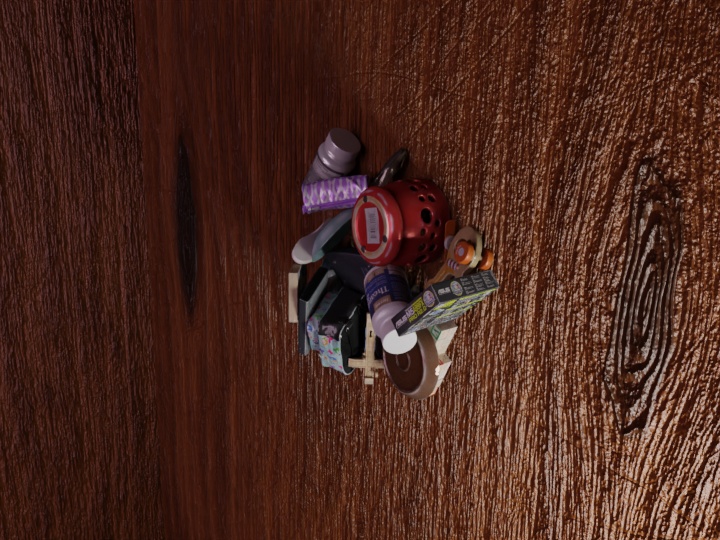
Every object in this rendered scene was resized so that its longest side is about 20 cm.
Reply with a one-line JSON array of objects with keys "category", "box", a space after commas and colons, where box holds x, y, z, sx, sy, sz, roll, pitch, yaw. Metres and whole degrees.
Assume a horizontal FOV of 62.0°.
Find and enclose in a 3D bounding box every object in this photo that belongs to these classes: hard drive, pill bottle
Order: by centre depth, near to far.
[{"category": "pill bottle", "box": [0.073, 0.089, 1.405, 0.204, 0.107, 0.113, -102, 29, -47]}, {"category": "hard drive", "box": [0.000, 0.000, 1.575, 0.197, 0.042, 0.137, 7, 132, 50]}, {"category": "hard drive", "box": [-0.130, 0.110, 1.636, 0.032, 0.141, 0.205, 17, 132, 13]}, {"category": "pill bottle", "box": [-0.080, -0.279, 1.643, 0.116, 0.111, 0.202, 58, 137, 26]}]

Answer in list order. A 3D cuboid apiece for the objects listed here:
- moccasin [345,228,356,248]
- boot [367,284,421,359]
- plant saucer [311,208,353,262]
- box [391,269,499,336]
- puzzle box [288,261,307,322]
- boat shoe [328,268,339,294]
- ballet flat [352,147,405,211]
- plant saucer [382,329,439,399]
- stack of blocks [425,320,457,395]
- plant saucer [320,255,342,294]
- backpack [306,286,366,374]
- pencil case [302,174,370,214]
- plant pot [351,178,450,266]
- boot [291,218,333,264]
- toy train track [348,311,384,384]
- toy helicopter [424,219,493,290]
[{"category": "moccasin", "box": [0.007, -0.098, 1.593, 0.201, 0.076, 0.075, -47, 61, 46]}, {"category": "boot", "box": [0.100, 0.141, 1.537, 0.197, 0.063, 0.194, -12, 89, 49]}, {"category": "plant saucer", "box": [-0.067, -0.105, 1.587, 0.039, 0.200, 0.201, 45, 136, 4]}, {"category": "box", "box": [0.183, 0.070, 1.292, 0.160, 0.195, 0.045, -47, 63, 46]}, {"category": "puzzle box", "box": [-0.172, 0.047, 1.660, 0.201, 0.024, 0.138, -81, -7, -74]}, {"category": "boat shoe", "box": [-0.104, 0.063, 1.732, 0.201, 0.073, 0.089, -37, 74, 56]}, {"category": "ballet flat", "box": [0.053, -0.212, 1.488, 0.202, 0.046, 0.067, -53, 10, 6]}, {"category": "plant saucer", "box": [0.112, 0.214, 1.454, 0.197, 0.034, 0.208, 15, 109, 51]}, {"category": "stack of blocks", "box": [0.164, 0.197, 1.458, 0.116, 0.057, 0.204, 48, 132, 36]}, {"category": "plant saucer", "box": [-0.055, 0.044, 1.745, 0.197, 0.027, 0.208, 16, 110, 51]}, {"category": "backpack", "box": [-0.053, 0.170, 1.621, 0.146, 0.179, 0.204, 11, 136, 26]}, {"category": "pencil case", "box": [-0.063, -0.199, 1.580, 0.087, 0.193, 0.086, -85, -18, -49]}, {"category": "plant pot", "box": [0.085, -0.109, 1.407, 0.198, 0.178, 0.208, 15, 109, 52]}, {"category": "boot", "box": [-0.134, -0.064, 1.705, 0.073, 0.199, 0.091, 45, 139, 4]}, {"category": "toy train track", "box": [0.025, 0.206, 1.537, 0.033, 0.110, 0.207, -91, 2, -68]}, {"category": "toy helicopter", "box": [0.201, -0.018, 1.348, 0.202, 0.077, 0.135, -54, 38, 34]}]
